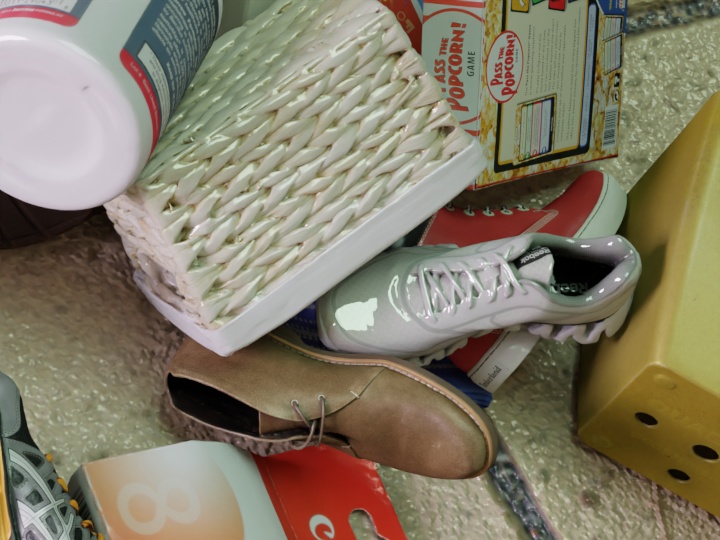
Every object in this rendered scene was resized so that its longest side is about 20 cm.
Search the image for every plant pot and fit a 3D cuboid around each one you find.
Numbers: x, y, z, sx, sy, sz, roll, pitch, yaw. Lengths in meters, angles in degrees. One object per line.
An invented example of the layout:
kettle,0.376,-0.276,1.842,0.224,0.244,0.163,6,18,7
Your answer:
plant pot,0.243,0.043,1.514,0.199,0.200,0.177,29,62,-3

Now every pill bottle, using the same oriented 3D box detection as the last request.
pill bottle,-0.144,-0.138,1.356,0.119,0.120,0.200,28,43,-4

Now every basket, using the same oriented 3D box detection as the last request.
basket,-0.051,-0.066,1.416,0.200,0.135,0.124,-35,116,-13

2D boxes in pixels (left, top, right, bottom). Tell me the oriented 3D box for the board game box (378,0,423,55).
board game box,0.001,-0.222,1.582,0.153,0.040,0.200,-44,109,-10

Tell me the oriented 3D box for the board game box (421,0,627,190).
board game box,0.108,-0.139,1.561,0.046,0.152,0.200,9,12,31

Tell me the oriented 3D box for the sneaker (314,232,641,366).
sneaker,0.071,0.009,1.434,0.199,0.081,0.076,-8,77,-12

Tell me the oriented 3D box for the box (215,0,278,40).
box,-0.061,-0.171,1.495,0.082,0.201,0.068,-16,40,-37

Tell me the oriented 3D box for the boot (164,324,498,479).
boot,-0.020,0.085,1.398,0.199,0.074,0.075,18,33,18

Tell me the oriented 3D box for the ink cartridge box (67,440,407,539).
ink cartridge box,-0.049,0.169,1.371,0.199,0.050,0.163,-12,63,-27

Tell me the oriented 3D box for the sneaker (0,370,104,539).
sneaker,-0.177,0.148,1.314,0.077,0.078,0.201,-3,68,-29

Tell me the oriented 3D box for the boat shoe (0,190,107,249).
boat shoe,-0.190,-0.063,1.470,0.201,0.075,0.075,-10,26,-22

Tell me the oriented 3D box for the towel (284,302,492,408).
towel,0.000,0.000,1.530,0.144,0.024,0.201,2,56,-25

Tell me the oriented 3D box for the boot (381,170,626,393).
boot,0.078,-0.032,1.544,0.144,0.072,0.200,40,46,1
